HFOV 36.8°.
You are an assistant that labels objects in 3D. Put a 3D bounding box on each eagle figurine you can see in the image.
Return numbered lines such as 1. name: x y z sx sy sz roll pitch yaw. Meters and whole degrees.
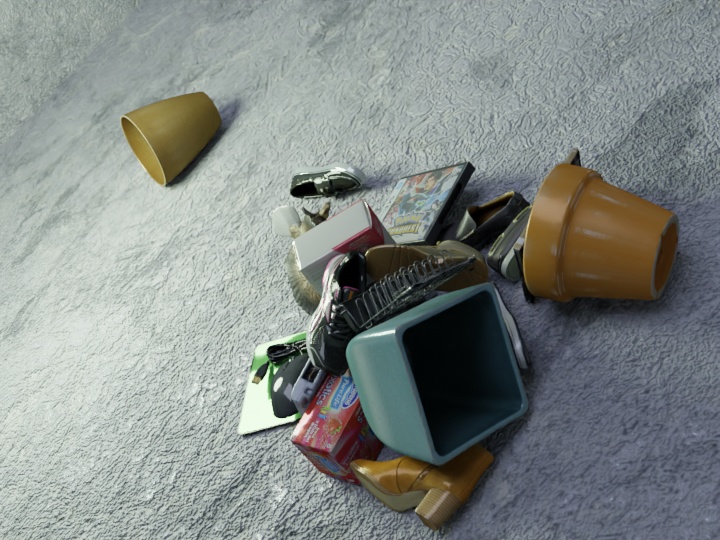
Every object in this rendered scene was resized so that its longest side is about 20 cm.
1. eagle figurine: -0.072 -0.036 1.959 0.149 0.153 0.202 -21 38 10

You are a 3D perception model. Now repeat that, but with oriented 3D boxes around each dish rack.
1. dish rack: 0.071 0.021 1.562 0.152 0.055 0.200 -25 -8 -34

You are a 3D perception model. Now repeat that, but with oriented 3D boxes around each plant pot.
1. plant pot: 0.089 0.148 1.570 0.194 0.199 0.199 -23 8 -35
2. plant pot: 0.360 -0.041 1.585 0.181 0.201 0.202 14 60 29
3. plant pot: -0.432 -0.332 2.544 0.199 0.188 0.186 -36 36 -19

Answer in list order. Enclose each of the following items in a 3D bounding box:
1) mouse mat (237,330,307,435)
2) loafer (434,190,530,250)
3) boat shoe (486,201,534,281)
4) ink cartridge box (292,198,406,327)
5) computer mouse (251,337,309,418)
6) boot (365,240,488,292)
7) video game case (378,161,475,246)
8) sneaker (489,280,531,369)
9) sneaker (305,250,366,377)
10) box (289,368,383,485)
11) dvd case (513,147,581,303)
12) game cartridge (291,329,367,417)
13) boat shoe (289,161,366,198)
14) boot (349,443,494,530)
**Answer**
1. mouse mat: -0.136 0.191 1.894 0.159 0.008 0.202 -18 43 25
2. loafer: 0.196 -0.082 1.841 0.197 0.072 0.074 -24 41 20
3. boat shoe: 0.283 -0.076 1.763 0.202 0.072 0.060 -49 43 -8
4. ink cartridge box: 0.000 0.000 1.816 0.145 0.201 0.083 -30 40 11
5. computer mouse: -0.138 0.176 1.844 0.138 0.046 0.201 -18 31 26
6. boot: 0.109 -0.012 1.753 0.196 0.074 0.156 4 10 6
7. video game case: 0.099 -0.108 1.946 0.199 0.025 0.182 -8 45 54
8. sneaker: 0.172 0.108 1.653 0.144 0.078 0.203 -24 29 1
9. sneaker: -0.032 0.058 1.665 0.086 0.079 0.204 137 141 -64
10. box: -0.008 0.216 1.687 0.094 0.100 0.202 7 56 42
11. dvd case: 0.297 -0.068 1.684 0.016 0.149 0.201 21 65 28
12. game cartridge: -0.045 0.150 1.757 0.040 0.134 0.202 21 68 22
13. boat shoe: -0.067 -0.172 2.160 0.198 0.068 0.057 2 60 48
14. boot: 0.090 0.282 1.576 0.200 0.071 0.144 21 60 45
